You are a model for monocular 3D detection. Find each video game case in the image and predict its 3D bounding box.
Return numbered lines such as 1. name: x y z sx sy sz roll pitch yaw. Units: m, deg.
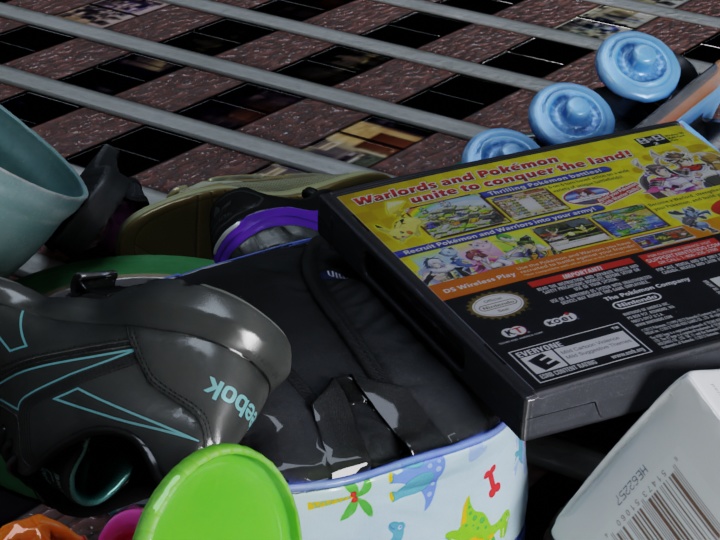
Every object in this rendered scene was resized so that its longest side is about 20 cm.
1. video game case: 0.109 -0.004 0.776 0.200 0.026 0.181 -13 34 -24

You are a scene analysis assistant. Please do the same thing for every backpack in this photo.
1. backpack: -0.025 0.084 0.774 0.183 0.147 0.200 -13 26 -23

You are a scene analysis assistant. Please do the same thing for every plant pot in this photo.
1. plant pot: -0.271 -0.045 0.975 0.200 0.134 0.200 36 5 -4

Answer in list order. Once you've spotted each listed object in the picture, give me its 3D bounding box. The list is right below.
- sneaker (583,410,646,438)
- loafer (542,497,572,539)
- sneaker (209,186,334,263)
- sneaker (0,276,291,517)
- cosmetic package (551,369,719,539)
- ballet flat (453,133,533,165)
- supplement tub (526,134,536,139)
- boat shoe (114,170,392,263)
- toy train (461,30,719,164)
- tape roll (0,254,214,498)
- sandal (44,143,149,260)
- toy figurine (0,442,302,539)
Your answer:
1. sneaker: 0.181 0.067 0.902 0.200 0.075 0.106 4 23 3
2. loafer: 0.099 0.150 0.733 0.070 0.070 0.200 2 24 22
3. sneaker: 0.000 0.000 0.948 0.200 0.070 0.100 20 28 -42
4. sneaker: -0.123 0.048 0.679 0.200 0.075 0.079 -3 56 36
5. cosmetic package: 0.187 0.094 0.743 0.200 0.102 0.074 0 47 -44
6. ballet flat: 0.052 -0.028 1.110 0.073 0.073 0.200 21 33 36
7. supplement tub: 0.184 -0.019 1.030 0.200 0.123 0.123 1 25 -2
8. boat shoe: -0.069 -0.027 1.104 0.201 0.073 0.063 -16 18 -32
9. toy train: 0.127 -0.040 0.920 0.200 0.087 0.114 -37 72 -29
10. tape roll: -0.119 0.054 0.950 0.200 0.048 0.200 1 25 0
11. sandal: -0.162 -0.032 1.098 0.048 0.075 0.200 37 2 -13
12. toy figurine: -0.115 0.150 0.622 0.184 0.200 0.150 4 11 35
